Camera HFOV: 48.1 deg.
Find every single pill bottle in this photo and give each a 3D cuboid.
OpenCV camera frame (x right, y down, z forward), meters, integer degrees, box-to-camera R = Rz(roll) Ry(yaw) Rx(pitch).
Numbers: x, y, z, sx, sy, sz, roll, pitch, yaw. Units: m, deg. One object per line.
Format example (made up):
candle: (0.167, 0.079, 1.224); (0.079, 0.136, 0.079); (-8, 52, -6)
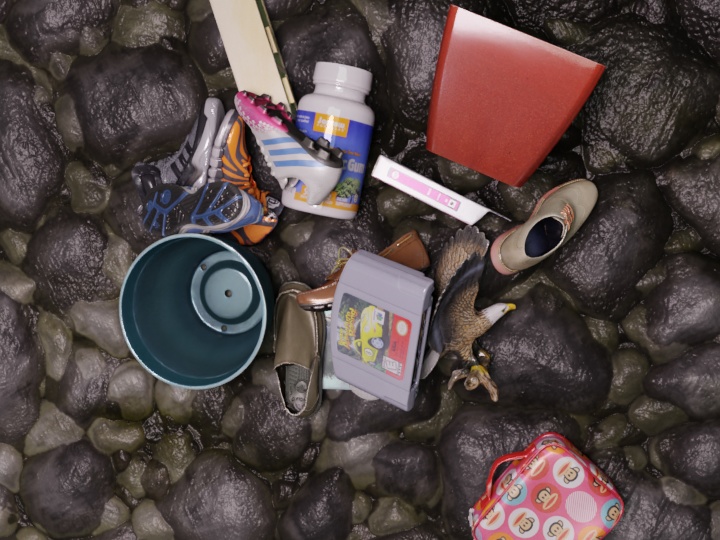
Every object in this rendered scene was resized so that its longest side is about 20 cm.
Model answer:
pill bottle: (-0.040, -0.180, 1.123); (0.110, 0.112, 0.203); (12, 97, 5)

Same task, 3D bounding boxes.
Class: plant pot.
plant pot: (0.185, -0.223, 1.061); (0.197, 0.200, 0.178); (22, 109, 4)
plant pot: (-0.204, 0.043, 1.125); (0.197, 0.188, 0.204); (1, 96, 8)

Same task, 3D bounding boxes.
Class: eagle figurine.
eagle figurine: (0.141, 0.056, 1.113); (0.150, 0.151, 0.202); (-32, 111, -30)

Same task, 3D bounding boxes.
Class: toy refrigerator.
toy refrigerator: (-0.145, -0.300, 1.143); (0.069, 0.076, 0.203); (-17, 93, 8)

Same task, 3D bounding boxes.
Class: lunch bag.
lunch bag: (0.253, 0.339, 1.152); (0.176, 0.082, 0.200); (42, 99, 2)

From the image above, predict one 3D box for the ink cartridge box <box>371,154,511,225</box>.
ink cartridge box: (0.112, -0.103, 1.120); (0.198, 0.095, 0.038); (25, 98, 4)

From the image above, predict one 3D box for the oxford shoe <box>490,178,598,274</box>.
oxford shoe: (0.265, -0.061, 1.083); (0.200, 0.074, 0.071); (-41, 101, -24)

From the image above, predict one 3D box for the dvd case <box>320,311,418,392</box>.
dvd case: (-0.011, 0.104, 1.192); (0.196, 0.022, 0.149); (2, 96, 6)

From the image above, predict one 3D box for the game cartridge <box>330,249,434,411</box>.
game cartridge: (0.023, 0.079, 1.059); (0.132, 0.041, 0.203); (23, 124, 27)

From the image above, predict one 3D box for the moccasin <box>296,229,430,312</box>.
moccasin: (0.000, 0.000, 1.138); (0.199, 0.074, 0.079); (-24, 86, -6)

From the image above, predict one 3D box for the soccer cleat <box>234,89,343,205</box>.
soccer cleat: (-0.107, -0.161, 1.059); (0.200, 0.069, 0.087); (41, 117, 26)

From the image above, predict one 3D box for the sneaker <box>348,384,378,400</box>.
sneaker: (0.050, 0.096, 1.142); (0.075, 0.105, 0.201); (34, 128, 6)

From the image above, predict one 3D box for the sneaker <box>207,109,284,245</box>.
sneaker: (-0.159, -0.127, 1.153); (0.110, 0.078, 0.202); (13, 123, -1)

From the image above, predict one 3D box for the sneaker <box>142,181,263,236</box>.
sneaker: (-0.219, -0.078, 1.101); (0.198, 0.077, 0.077); (5, 85, 33)

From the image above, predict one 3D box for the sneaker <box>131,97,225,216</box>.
sneaker: (-0.267, -0.160, 1.169); (0.112, 0.076, 0.203); (15, 100, 2)

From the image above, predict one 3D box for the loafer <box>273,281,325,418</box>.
loafer: (-0.088, 0.117, 1.157); (0.074, 0.070, 0.204); (-5, 95, 8)
